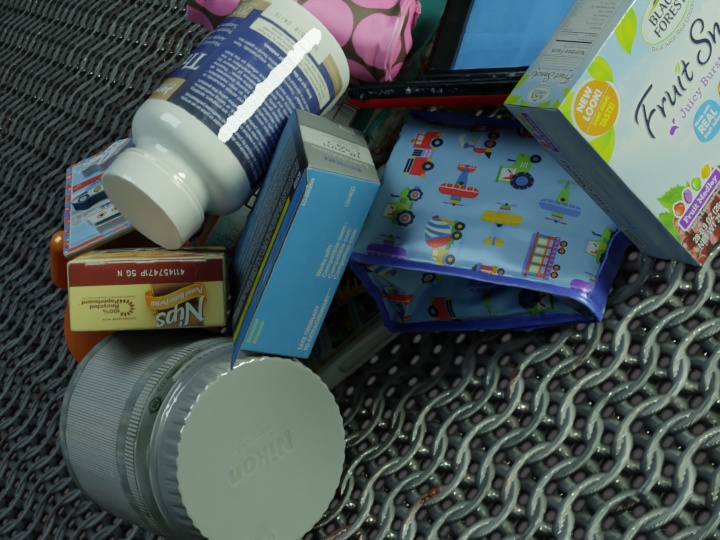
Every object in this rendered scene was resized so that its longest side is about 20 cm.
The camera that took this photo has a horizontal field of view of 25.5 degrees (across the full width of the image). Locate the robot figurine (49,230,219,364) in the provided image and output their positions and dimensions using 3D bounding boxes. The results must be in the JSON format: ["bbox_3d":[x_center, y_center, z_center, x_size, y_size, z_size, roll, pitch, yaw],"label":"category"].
[{"bbox_3d":[-0.205,0.025,1.435,0.144,0.116,0.200,62,154,24],"label":"robot figurine"}]

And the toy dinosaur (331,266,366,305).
[{"bbox_3d":[-0.027,-0.016,1.306,0.199,0.102,0.136,24,88,37],"label":"toy dinosaur"}]

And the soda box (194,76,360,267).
[{"bbox_3d":[-0.074,-0.095,1.415,0.201,0.063,0.068,-58,21,16],"label":"soda box"}]

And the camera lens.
[{"bbox_3d":[-0.125,0.125,1.212,0.200,0.160,0.160,7,59,55],"label":"camera lens"}]

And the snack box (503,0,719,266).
[{"bbox_3d":[0.215,-0.134,1.070,0.200,0.169,0.068,-54,30,-13],"label":"snack box"}]

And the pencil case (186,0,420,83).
[{"bbox_3d":[-0.046,-0.227,1.352,0.094,0.199,0.091,-55,-17,-46],"label":"pencil case"}]

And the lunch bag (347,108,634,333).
[{"bbox_3d":[0.113,-0.037,1.167,0.199,0.094,0.151,2,53,31],"label":"lunch bag"}]

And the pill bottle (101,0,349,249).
[{"bbox_3d":[-0.108,-0.116,1.251,0.200,0.111,0.111,-50,29,-22],"label":"pill bottle"}]

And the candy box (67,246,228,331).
[{"bbox_3d":[-0.161,0.012,1.246,0.200,0.115,0.056,-141,49,-84],"label":"candy box"}]

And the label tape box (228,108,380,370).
[{"bbox_3d":[-0.042,-0.018,1.149,0.200,0.063,0.145,-104,35,-69],"label":"label tape box"}]

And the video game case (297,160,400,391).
[{"bbox_3d":[0.000,0.000,1.337,0.182,0.024,0.200,-40,32,14],"label":"video game case"}]

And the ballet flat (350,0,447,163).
[{"bbox_3d":[0.049,-0.180,1.400,0.201,0.064,0.076,-57,41,16],"label":"ballet flat"}]

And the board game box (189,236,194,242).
[{"bbox_3d":[-0.131,-0.135,1.522,0.152,0.046,0.201,-77,13,-77],"label":"board game box"}]

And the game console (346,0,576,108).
[{"bbox_3d":[0.110,-0.185,1.204,0.199,0.172,0.120,2,97,39],"label":"game console"}]

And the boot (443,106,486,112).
[{"bbox_3d":[0.140,-0.153,1.292,0.201,0.071,0.145,-34,38,30],"label":"boot"}]

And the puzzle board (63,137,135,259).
[{"bbox_3d":[-0.166,-0.093,1.368,0.199,0.017,0.151,-25,32,7],"label":"puzzle board"}]

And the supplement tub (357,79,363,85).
[{"bbox_3d":[0.033,-0.237,1.473,0.200,0.122,0.123,-44,30,8],"label":"supplement tub"}]
